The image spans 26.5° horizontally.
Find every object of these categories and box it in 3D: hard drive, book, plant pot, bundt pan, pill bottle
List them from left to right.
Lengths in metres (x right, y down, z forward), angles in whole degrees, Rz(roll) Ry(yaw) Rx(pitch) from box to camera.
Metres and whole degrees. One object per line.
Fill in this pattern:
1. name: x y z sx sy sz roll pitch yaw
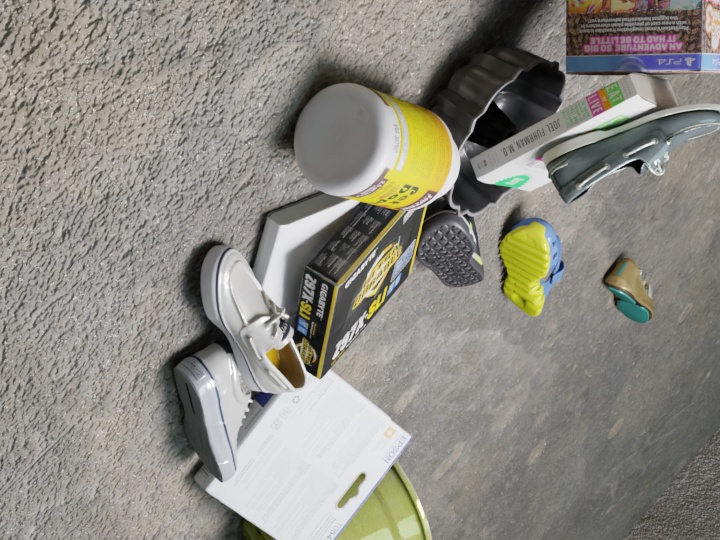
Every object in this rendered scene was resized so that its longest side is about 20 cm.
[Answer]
1. hard drive: -0.071 0.010 1.641 0.131 0.026 0.201 -24 142 -45
2. plant pot: -0.041 0.324 1.923 0.183 0.201 0.201 -26 146 -22
3. pill bottle: 0.025 -0.120 1.544 0.110 0.109 0.199 -59 153 13
4. bundt pan: 0.138 -0.165 1.715 0.202 0.076 0.203 -40 152 -26
5. book: 0.232 -0.149 1.654 0.199 0.048 0.133 -27 165 28

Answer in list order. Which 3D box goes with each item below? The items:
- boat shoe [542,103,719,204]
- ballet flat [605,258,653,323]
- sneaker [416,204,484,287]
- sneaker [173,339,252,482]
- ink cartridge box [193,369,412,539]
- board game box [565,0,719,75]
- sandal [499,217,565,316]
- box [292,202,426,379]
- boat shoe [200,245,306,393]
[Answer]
1. boat shoe: 0.293 -0.122 1.614 0.198 0.062 0.073 -17 165 -2
2. ballet flat: 0.447 0.033 2.491 0.063 0.068 0.200 -64 156 -8
3. sneaker: 0.102 -0.044 1.820 0.071 0.084 0.200 -9 160 7
4. sneaker: -0.147 0.154 1.638 0.071 0.073 0.201 -33 147 -23
5. ink cartridge box: -0.065 0.218 1.797 0.197 0.043 0.200 -52 126 -4
6. board game box: 0.311 -0.311 1.640 0.096 0.158 0.202 -9 101 -55
7. sandal: 0.239 -0.021 2.073 0.087 0.079 0.200 -47 162 -19
8. box: 0.000 0.000 1.670 0.200 0.049 0.160 -49 162 -39
9. boat shoe: -0.101 0.054 1.547 0.071 0.069 0.201 -60 146 -38
